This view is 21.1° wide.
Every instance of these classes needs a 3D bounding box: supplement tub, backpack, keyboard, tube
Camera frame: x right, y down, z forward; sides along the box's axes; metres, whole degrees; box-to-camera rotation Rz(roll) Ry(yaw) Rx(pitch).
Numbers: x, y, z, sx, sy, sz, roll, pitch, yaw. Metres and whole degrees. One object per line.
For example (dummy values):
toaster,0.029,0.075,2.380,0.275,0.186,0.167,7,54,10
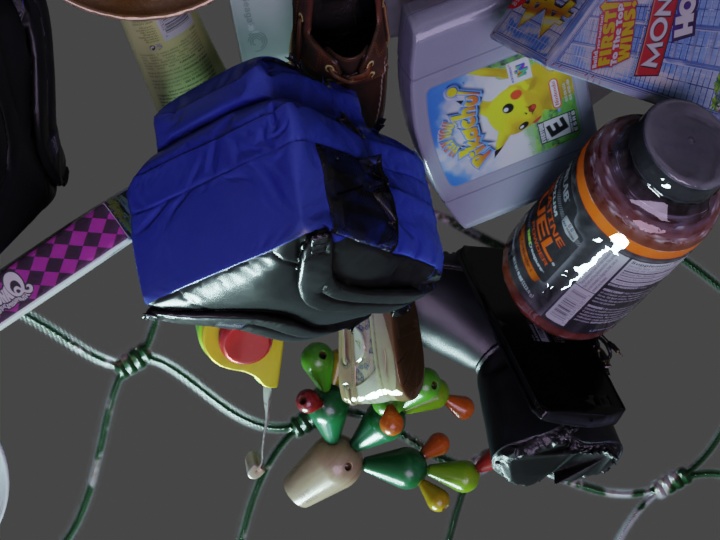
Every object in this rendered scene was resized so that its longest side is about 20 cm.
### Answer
supplement tub,0.184,-0.039,1.364,0.106,0.108,0.200,12,147,-18
backpack,-0.295,-0.119,1.282,0.166,0.163,0.202,10,122,9
backpack,-0.037,-0.045,1.313,0.161,0.170,0.199,-17,159,32
keyboard,0.139,0.056,1.440,0.103,0.201,0.040,5,126,-21
tube,-0.125,-0.135,1.389,0.058,0.052,0.201,6,134,35

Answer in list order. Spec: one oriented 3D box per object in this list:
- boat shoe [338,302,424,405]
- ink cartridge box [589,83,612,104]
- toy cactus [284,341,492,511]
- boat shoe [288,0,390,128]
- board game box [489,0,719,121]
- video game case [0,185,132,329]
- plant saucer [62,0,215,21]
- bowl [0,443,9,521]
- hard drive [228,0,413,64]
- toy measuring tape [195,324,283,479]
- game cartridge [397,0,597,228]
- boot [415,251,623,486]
boat shoe,0.000,0.000,1.444,0.062,0.073,0.202,-9,85,25
ink cartridge box,0.144,-0.203,1.372,0.162,0.057,0.200,-34,139,7
toy cactus,0.009,0.142,1.559,0.165,0.103,0.199,-40,129,24
boat shoe,-0.015,-0.164,1.348,0.070,0.071,0.202,-11,123,-7
board game box,0.187,-0.197,1.300,0.199,0.062,0.202,-7,118,-40
video game case,-0.234,0.007,1.372,0.199,0.181,0.036,-33,95,9
plant saucer,-0.142,-0.262,1.240,0.198,0.036,0.202,-5,117,-11
bowl,-0.368,0.140,1.471,0.199,0.091,0.203,-5,122,-9
hard drive,0.001,-0.225,1.371,0.198,0.026,0.133,-13,122,-4
toy measuring tape,-0.098,0.073,1.501,0.073,0.074,0.202,2,119,-12
game cartridge,0.097,-0.120,1.374,0.132,0.041,0.201,-19,134,0
boot,0.098,0.076,1.479,0.198,0.169,0.077,9,137,-17
